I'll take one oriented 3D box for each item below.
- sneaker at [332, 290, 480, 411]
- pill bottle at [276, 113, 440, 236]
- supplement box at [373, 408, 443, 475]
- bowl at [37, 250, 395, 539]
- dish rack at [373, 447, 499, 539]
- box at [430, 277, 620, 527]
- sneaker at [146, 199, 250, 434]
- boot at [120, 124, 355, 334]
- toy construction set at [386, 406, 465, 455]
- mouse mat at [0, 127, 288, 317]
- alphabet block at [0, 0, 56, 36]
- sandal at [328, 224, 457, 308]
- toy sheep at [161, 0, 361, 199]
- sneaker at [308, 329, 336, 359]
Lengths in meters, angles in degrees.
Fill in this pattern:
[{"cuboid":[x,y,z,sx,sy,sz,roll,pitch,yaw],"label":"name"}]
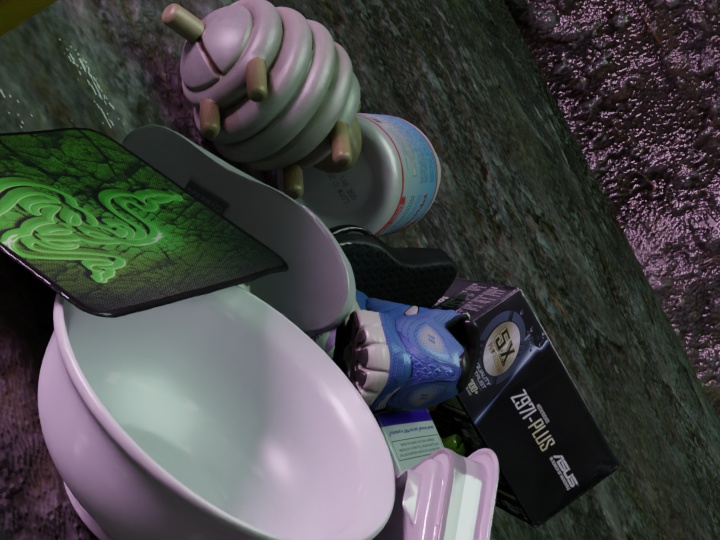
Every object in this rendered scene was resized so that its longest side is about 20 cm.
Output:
[{"cuboid":[0.028,0.058,0.953,0.200,0.089,0.079,-136,-126,-81],"label":"sneaker"},{"cuboid":[0.008,-0.083,1.294,0.109,0.109,0.200,64,18,3],"label":"pill bottle"},{"cuboid":[0.024,0.199,0.938,0.200,0.101,0.103,66,18,11],"label":"supplement box"},{"cuboid":[-0.088,0.089,0.748,0.201,0.090,0.201,33,23,-16],"label":"bowl"},{"cuboid":[0.003,0.193,0.761,0.044,0.172,0.200,26,51,-15],"label":"dish rack"},{"cuboid":[0.096,0.097,1.179,0.164,0.086,0.200,59,-13,-10],"label":"box"},{"cuboid":[-0.101,0.051,0.856,0.200,0.070,0.100,50,37,-17],"label":"sneaker"},{"cuboid":[-0.067,-0.022,0.955,0.200,0.074,0.096,40,3,25],"label":"boot"},{"cuboid":[0.051,0.181,1.078,0.200,0.092,0.131,57,14,20],"label":"toy construction set"},{"cuboid":[-0.141,-0.032,0.788,0.161,0.008,0.200,34,21,17],"label":"mouse mat"},{"cuboid":[-0.218,-0.265,0.779,0.200,0.195,0.196,66,19,14],"label":"alphabet block"},{"cuboid":[0.000,0.001,1.065,0.048,0.075,0.200,47,17,24],"label":"sandal"},{"cuboid":[-0.071,-0.139,1.125,0.200,0.138,0.138,40,27,-37],"label":"toy sheep"},{"cuboid":[-0.021,0.010,1.141,0.114,0.073,0.201,52,20,-22],"label":"sneaker"}]
